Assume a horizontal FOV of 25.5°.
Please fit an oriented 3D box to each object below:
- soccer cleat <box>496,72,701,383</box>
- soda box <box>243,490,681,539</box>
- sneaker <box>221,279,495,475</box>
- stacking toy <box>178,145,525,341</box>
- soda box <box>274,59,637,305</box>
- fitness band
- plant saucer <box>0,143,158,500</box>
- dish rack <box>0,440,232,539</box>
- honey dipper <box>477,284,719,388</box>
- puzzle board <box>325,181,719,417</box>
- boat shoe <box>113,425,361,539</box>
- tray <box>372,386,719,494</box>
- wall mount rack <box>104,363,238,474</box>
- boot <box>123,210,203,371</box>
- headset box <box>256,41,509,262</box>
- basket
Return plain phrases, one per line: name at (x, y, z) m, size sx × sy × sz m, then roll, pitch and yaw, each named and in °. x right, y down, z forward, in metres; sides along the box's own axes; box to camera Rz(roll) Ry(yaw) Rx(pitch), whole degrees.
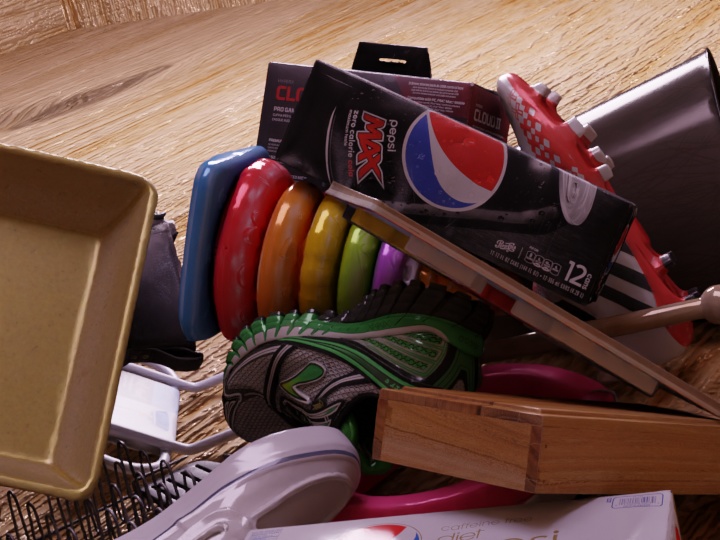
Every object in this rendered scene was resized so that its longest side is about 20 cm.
soccer cleat at (0.127, -0.026, 0.963) m, size 0.085 × 0.201 × 0.069 m, roll -35°, pitch -7°, yaw 14°
soda box at (0.040, 0.146, 0.682) m, size 0.197 × 0.069 × 0.064 m, roll -8°, pitch 17°, yaw 17°
sneaker at (-0.015, 0.067, 0.857) m, size 0.199 × 0.078 × 0.086 m, roll -21°, pitch 49°, yaw 50°
stacking toy at (0.000, 0.000, 0.924) m, size 0.197 × 0.111 × 0.116 m, roll 10°, pitch 13°, yaw 12°
soda box at (0.056, -0.050, 0.910) m, size 0.198 × 0.064 × 0.071 m, roll 25°, pitch 7°, yaw 12°
fitness band at (0.060, 0.099, 0.881) m, size 0.142 × 0.038 × 0.199 m, roll 1°, pitch 20°, yaw 39°
plant saucer at (-0.228, 0.023, 0.886) m, size 0.197 × 0.202 × 0.049 m, roll 13°, pitch -29°, yaw -9°
dish rack at (-0.134, 0.139, 0.865) m, size 0.198 × 0.055 × 0.153 m, roll -23°, pitch 20°, yaw -31°
honey dipper at (0.119, 0.038, 0.915) m, size 0.197 × 0.038 × 0.038 m, roll -12°, pitch 16°, yaw 5°
puzzle board at (0.076, 0.015, 0.808) m, size 0.199 × 0.018 × 0.151 m, roll 30°, pitch 2°, yaw -11°
boat shoe at (-0.074, 0.150, 0.765) m, size 0.199 × 0.074 × 0.065 m, roll -33°, pitch 46°, yaw -18°
tray at (0.110, 0.081, 0.755) m, size 0.199 × 0.038 × 0.098 m, roll 9°, pitch -3°, yaw -44°
wall mount rack at (-0.117, 0.072, 1.051) m, size 0.172 × 0.075 × 0.200 m, roll 17°, pitch 15°, yaw -9°
boot at (-0.197, -0.008, 0.977) m, size 0.172 × 0.202 × 0.069 m, roll -15°, pitch -24°, yaw -21°
headset box at (0.007, -0.043, 1.011) m, size 0.147 × 0.203 × 0.075 m, roll 10°, pitch 1°, yaw 26°
basket at (0.158, -0.033, 1.053) m, size 0.198 × 0.183 × 0.136 m, roll -15°, pitch -19°, yaw 17°
